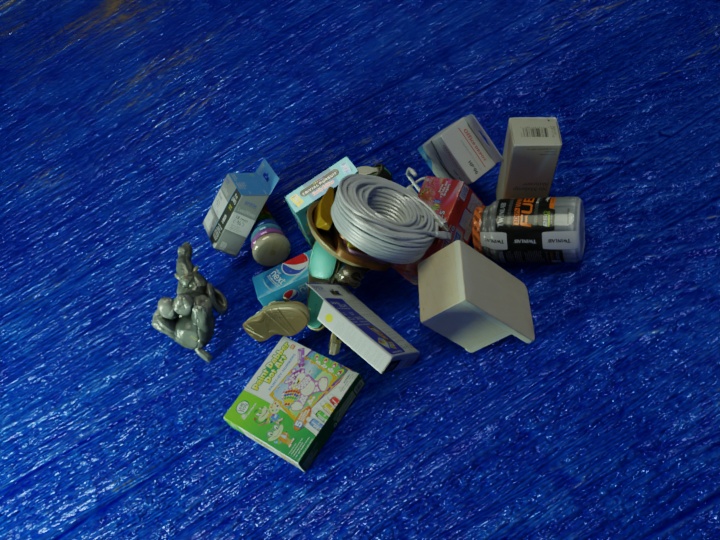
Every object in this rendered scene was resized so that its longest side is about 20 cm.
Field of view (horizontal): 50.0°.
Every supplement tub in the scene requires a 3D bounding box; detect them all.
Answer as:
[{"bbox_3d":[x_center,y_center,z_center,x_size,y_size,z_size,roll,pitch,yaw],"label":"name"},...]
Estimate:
[{"bbox_3d":[0.319,-0.076,1.461,0.198,0.123,0.123,-1,54,21],"label":"supplement tub"}]

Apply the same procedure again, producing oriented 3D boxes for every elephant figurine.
[{"bbox_3d":[-0.348,0.061,1.627,0.140,0.156,0.200,17,26,-7],"label":"elephant figurine"}]

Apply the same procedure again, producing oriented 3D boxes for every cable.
[{"bbox_3d":[0.043,-0.097,1.400,0.199,0.070,0.200,-5,45,-38],"label":"cable"}]

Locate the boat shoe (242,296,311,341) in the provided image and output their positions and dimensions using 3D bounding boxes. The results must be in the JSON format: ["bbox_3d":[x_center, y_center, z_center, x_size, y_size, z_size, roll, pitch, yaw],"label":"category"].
[{"bbox_3d":[-0.160,0.088,1.520,0.199,0.073,0.063,-16,28,48],"label":"boat shoe"}]

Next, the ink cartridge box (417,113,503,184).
[{"bbox_3d":[0.199,-0.236,1.567,0.068,0.116,0.200,-38,7,-11],"label":"ink cartridge box"}]

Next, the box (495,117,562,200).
[{"bbox_3d":[0.321,-0.194,1.490,0.094,0.201,0.078,-1,52,2],"label":"box"}]

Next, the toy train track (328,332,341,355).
[{"bbox_3d":[-0.035,0.111,1.456,0.032,0.116,0.200,13,17,-2],"label":"toy train track"}]

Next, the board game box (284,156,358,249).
[{"bbox_3d":[-0.065,-0.135,1.605,0.150,0.200,0.047,-34,68,-6],"label":"board game box"}]

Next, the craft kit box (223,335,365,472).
[{"bbox_3d":[-0.125,0.244,1.448,0.196,0.049,0.201,20,63,35],"label":"craft kit box"}]

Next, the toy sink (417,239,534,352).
[{"bbox_3d":[0.205,0.060,1.395,0.112,0.199,0.131,-32,44,36],"label":"toy sink"}]

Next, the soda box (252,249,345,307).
[{"bbox_3d":[-0.119,0.013,1.603,0.199,0.068,0.064,-26,49,2],"label":"soda box"}]

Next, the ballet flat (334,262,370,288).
[{"bbox_3d":[0.000,0.000,1.518,0.046,0.200,0.068,40,105,5],"label":"ballet flat"}]

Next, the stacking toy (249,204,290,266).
[{"bbox_3d":[-0.219,-0.102,1.727,0.085,0.086,0.201,-26,45,1],"label":"stacking toy"}]

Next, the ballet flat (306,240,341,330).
[{"bbox_3d":[-0.069,0.019,1.528,0.070,0.071,0.202,12,98,29],"label":"ballet flat"}]

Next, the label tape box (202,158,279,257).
[{"bbox_3d":[-0.269,-0.152,1.711,0.201,0.063,0.144,-60,31,13],"label":"label tape box"}]

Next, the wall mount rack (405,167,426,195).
[{"bbox_3d":[0.109,-0.109,1.608,0.200,0.075,0.174,-39,87,-9],"label":"wall mount rack"}]

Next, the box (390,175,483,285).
[{"bbox_3d":[0.149,-0.071,1.504,0.095,0.100,0.201,14,76,39],"label":"box"}]

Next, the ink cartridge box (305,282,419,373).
[{"bbox_3d":[0.000,0.100,1.369,0.200,0.197,0.047,38,99,16],"label":"ink cartridge box"}]

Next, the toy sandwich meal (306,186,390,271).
[{"bbox_3d":[-0.012,-0.081,1.465,0.070,0.204,0.206,-55,40,31],"label":"toy sandwich meal"}]

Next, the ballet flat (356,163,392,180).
[{"bbox_3d":[-0.028,-0.198,1.727,0.198,0.069,0.068,-16,51,10],"label":"ballet flat"}]
